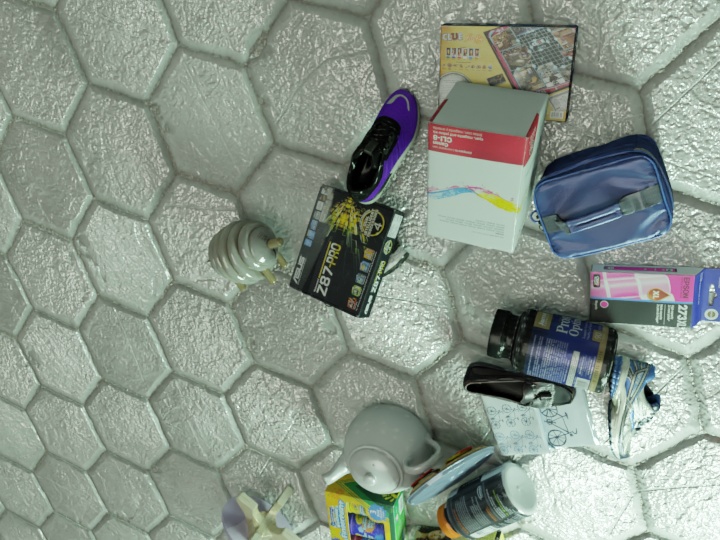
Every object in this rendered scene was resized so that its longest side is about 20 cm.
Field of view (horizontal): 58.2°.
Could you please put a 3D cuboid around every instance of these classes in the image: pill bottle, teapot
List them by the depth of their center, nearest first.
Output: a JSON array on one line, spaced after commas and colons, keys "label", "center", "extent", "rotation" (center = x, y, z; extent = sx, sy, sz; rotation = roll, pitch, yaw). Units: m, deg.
[{"label": "pill bottle", "center": [0.322, 0.129, 1.098], "extent": [0.199, 0.112, 0.112], "rotation": [13, 118, 18]}, {"label": "pill bottle", "center": [0.246, 0.471, 1.299], "extent": [0.106, 0.106, 0.200], "rotation": [48, 123, -3]}, {"label": "teapot", "center": [0.047, 0.382, 1.323], "extent": [0.197, 0.146, 0.201], "rotation": [27, 121, 10]}]

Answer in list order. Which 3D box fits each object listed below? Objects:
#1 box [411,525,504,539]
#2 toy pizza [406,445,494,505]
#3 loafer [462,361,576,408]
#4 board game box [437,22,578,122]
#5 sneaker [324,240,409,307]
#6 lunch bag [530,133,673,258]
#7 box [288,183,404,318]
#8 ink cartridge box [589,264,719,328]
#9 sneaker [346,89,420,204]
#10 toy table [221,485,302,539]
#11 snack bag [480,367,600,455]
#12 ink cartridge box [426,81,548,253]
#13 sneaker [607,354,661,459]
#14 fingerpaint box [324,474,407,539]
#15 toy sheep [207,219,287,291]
[{"label": "box", "center": [0.207, 0.599, 1.397], "extent": [0.199, 0.075, 0.050], "rotation": [-7, 111, 26]}, {"label": "toy pizza", "center": [0.171, 0.390, 1.257], "extent": [0.200, 0.200, 0.032], "rotation": [-52, 58, 33]}, {"label": "loafer", "center": [0.282, 0.216, 1.163], "extent": [0.199, 0.063, 0.072], "rotation": [8, 116, 22]}, {"label": "board game box", "center": [0.220, -0.303, 0.985], "extent": [0.199, 0.035, 0.136], "rotation": [10, 117, 20]}, {"label": "sneaker", "center": [0.000, 0.000, 1.214], "extent": [0.200, 0.074, 0.079], "rotation": [-40, 85, 27]}, {"label": "lunch bag", "center": [0.351, -0.106, 0.961], "extent": [0.199, 0.132, 0.136], "rotation": [-17, 105, 29]}, {"label": "box", "center": [-0.027, -0.036, 1.158], "extent": [0.161, 0.049, 0.201], "rotation": [24, 98, 29]}, {"label": "ink cartridge box", "center": [0.472, 0.041, 1.036], "extent": [0.199, 0.037, 0.095], "rotation": [1, 114, 22]}, {"label": "sneaker", "center": [0.033, -0.202, 1.055], "extent": [0.069, 0.099, 0.201], "rotation": [27, 100, 16]}, {"label": "toy table", "center": [-0.235, 0.609, 1.551], "extent": [0.199, 0.184, 0.117], "rotation": [28, 139, -4]}, {"label": "snack bag", "center": [0.332, 0.263, 1.212], "extent": [0.199, 0.021, 0.189], "rotation": [-11, 108, 28]}, {"label": "ink cartridge box", "center": [0.187, -0.155, 0.979], "extent": [0.144, 0.145, 0.201], "rotation": [13, 132, 19]}, {"label": "sneaker", "center": [0.469, 0.242, 1.109], "extent": [0.085, 0.077, 0.201], "rotation": [1, 114, 19]}, {"label": "fingerpaint box", "center": [0.015, 0.573, 1.470], "extent": [0.166, 0.073, 0.201], "rotation": [5, 115, 22]}, {"label": "toy sheep", "center": [-0.219, -0.034, 1.258], "extent": [0.199, 0.138, 0.138], "rotation": [-16, 106, 33]}]
